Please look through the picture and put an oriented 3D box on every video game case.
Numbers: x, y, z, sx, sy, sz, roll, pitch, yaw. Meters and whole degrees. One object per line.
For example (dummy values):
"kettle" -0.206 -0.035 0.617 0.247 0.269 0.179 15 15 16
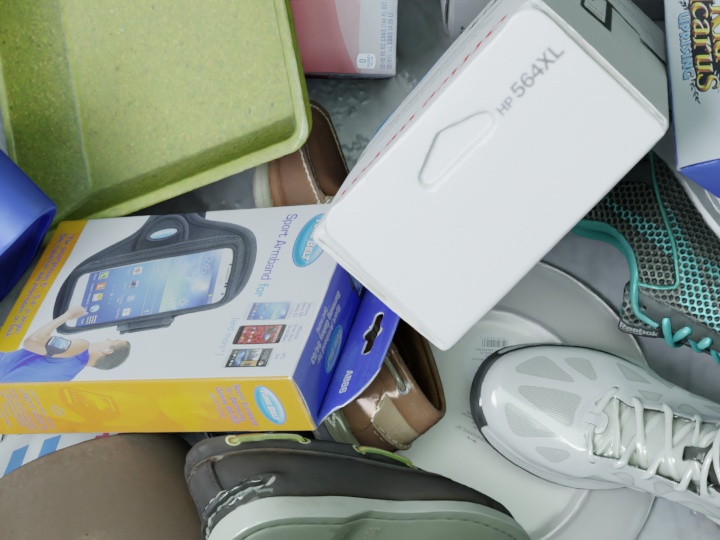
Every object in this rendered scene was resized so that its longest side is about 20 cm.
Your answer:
"video game case" 0.206 -0.114 0.891 0.045 0.200 0.183 -10 73 30

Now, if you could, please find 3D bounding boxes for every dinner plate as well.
"dinner plate" 0.063 0.087 0.955 0.198 0.024 0.202 0 79 1

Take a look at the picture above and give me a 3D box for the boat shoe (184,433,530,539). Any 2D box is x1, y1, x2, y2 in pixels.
"boat shoe" 0.003 0.115 0.865 0.072 0.200 0.061 -50 50 25

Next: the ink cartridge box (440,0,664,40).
"ink cartridge box" 0.104 -0.239 0.978 0.145 0.084 0.202 -8 80 1

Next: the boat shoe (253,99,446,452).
"boat shoe" 0.000 0.000 0.930 0.071 0.076 0.202 -24 72 26

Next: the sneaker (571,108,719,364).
"sneaker" 0.181 0.017 0.943 0.091 0.078 0.201 -33 71 1

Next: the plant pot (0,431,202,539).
"plant pot" -0.113 0.179 0.863 0.199 0.200 0.176 -20 71 -2

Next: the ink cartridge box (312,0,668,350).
"ink cartridge box" 0.067 -0.067 0.846 0.084 0.200 0.146 41 110 -6

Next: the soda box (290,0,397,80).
"soda box" -0.009 -0.203 0.960 0.063 0.070 0.202 1 94 0

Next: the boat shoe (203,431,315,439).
"boat shoe" -0.048 0.087 0.926 0.071 0.068 0.202 -12 77 16

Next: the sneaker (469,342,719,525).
"sneaker" 0.158 0.079 0.889 0.199 0.115 0.076 19 79 -7

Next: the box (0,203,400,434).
"box" -0.078 0.022 0.867 0.198 0.042 0.120 -5 42 25

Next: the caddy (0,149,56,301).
"caddy" -0.235 -0.010 0.895 0.105 0.200 0.142 41 66 -3

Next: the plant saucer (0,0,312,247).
"plant saucer" -0.108 -0.131 0.949 0.199 0.048 0.202 -18 78 33

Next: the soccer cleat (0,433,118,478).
"soccer cleat" -0.175 0.080 0.922 0.199 0.087 0.070 -34 52 -4
